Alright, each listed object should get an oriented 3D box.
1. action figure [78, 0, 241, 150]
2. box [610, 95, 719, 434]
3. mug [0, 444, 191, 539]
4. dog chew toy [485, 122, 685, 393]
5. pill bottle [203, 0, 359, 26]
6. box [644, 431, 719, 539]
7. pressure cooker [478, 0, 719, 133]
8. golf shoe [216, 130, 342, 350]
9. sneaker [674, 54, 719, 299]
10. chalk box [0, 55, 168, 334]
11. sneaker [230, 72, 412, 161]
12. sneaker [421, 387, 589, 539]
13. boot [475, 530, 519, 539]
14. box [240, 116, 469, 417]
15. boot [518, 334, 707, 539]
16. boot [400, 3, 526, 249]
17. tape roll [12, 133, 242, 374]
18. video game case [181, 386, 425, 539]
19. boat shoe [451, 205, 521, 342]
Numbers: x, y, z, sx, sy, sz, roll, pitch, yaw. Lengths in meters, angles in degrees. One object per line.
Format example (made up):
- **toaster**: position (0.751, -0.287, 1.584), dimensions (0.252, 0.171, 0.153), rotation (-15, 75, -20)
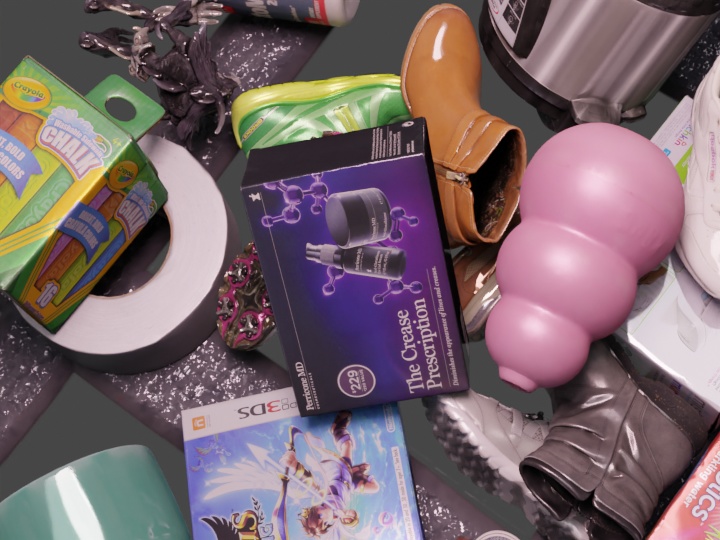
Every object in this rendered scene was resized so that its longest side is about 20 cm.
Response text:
- **action figure**: position (-0.159, -0.189, 1.175), dimensions (0.101, 0.120, 0.199), rotation (-25, 48, -38)
- **box**: position (0.272, -0.004, 1.082), dimensions (0.176, 0.097, 0.201), rotation (36, 79, 16)
- **mug**: position (-0.210, 0.230, 1.045), dimensions (0.151, 0.185, 0.115), rotation (-21, 71, -27)
- **dog chew toy**: position (0.157, -0.005, 0.988), dimensions (0.123, 0.125, 0.202), rotation (25, 81, 14)
- **pill bottle**: position (-0.100, -0.292, 1.213), dimensions (0.197, 0.120, 0.121), rotation (9, 72, 10)
- **box**: position (0.289, 0.186, 1.015), dimensions (0.099, 0.096, 0.201), rotation (36, 79, 16)
- **pressure cooker**: position (0.195, -0.216, 1.115), dimensions (0.178, 0.201, 0.176), rotation (43, 48, 8)
- **golf shoe**: position (-0.045, -0.015, 1.130), dimensions (0.072, 0.092, 0.201), rotation (35, 93, 29)
- **sneaker**: position (0.276, -0.078, 1.006), dimensions (0.074, 0.100, 0.203), rotation (3, 71, 6)
- **chalk box**: position (-0.245, -0.076, 1.085), dimensions (0.124, 0.124, 0.201), rotation (35, 79, 16)
- **sneaker**: position (-0.014, -0.129, 1.183), dimensions (0.197, 0.074, 0.085), rotation (-7, 97, 0)
- **sneaker**: position (0.134, 0.144, 1.071), dimensions (0.200, 0.075, 0.082), rotation (41, 69, 9)
- **boot**: position (0.084, 0.291, 1.007), dimensions (0.072, 0.090, 0.202), rotation (14, 73, 11)
- **box**: position (0.000, 0.000, 1.026), dimensions (0.139, 0.202, 0.079), rotation (-9, 26, 9)
- **boot**: position (0.157, 0.109, 1.016), dimensions (0.199, 0.070, 0.131), rotation (36, 55, 19)
- **boot**: position (0.083, -0.117, 1.077), dimensions (0.076, 0.155, 0.203), rotation (11, 92, -18)
- **tape roll**: position (-0.205, -0.016, 1.160), dimensions (0.197, 0.066, 0.203), rotation (-2, 71, 7)
- **video game case**: position (-0.044, 0.190, 1.064), dimensions (0.179, 0.046, 0.202), rotation (-13, 60, 3)
- **boat shoe**: position (0.130, -0.034, 1.123), dimensions (0.072, 0.076, 0.200), rotation (38, 78, 19)
